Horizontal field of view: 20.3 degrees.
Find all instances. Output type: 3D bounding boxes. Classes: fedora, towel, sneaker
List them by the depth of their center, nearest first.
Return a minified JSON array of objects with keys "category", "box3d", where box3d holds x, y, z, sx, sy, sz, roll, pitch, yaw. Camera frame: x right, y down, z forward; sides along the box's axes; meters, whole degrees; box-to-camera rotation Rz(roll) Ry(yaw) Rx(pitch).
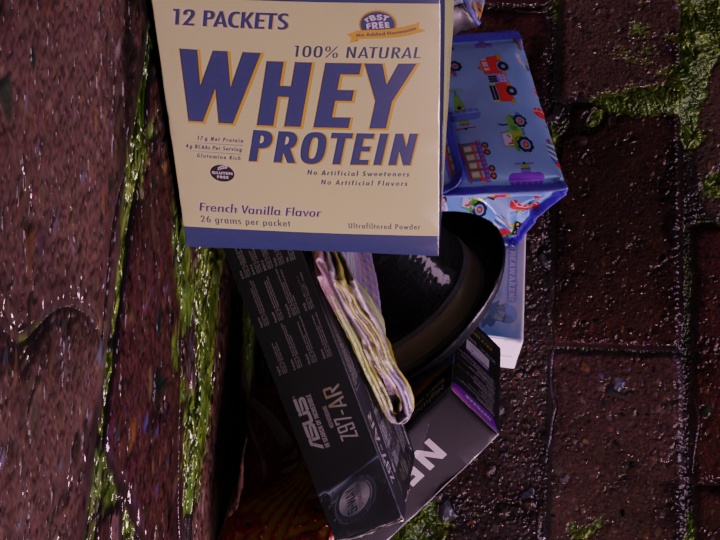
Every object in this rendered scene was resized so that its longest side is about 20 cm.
[{"category":"towel","box3d":[-0.008,-0.015,1.224,0.201,0.023,0.144,-103,170,-48]},{"category":"sneaker","box3d":[-0.045,0.154,1.250,0.201,0.072,0.078,-80,173,-56]},{"category":"fedora","box3d":[0.000,0.000,1.387,0.092,0.200,0.201,50,27,-29]}]

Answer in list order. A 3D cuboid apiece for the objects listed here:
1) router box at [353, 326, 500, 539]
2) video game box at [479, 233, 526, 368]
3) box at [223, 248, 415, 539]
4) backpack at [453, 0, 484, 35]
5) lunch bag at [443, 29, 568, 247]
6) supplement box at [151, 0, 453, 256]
[{"category":"router box","box3d":[0.013,0.132,1.388,0.200,0.051,0.149,-46,-169,17]},{"category":"video game box","box3d":[0.044,-0.023,1.638,0.047,0.181,0.201,97,-1,-53]},{"category":"box","box3d":[-0.023,0.046,1.214,0.160,0.043,0.201,-66,135,-80]},{"category":"backpack","box3d":[0.032,-0.268,1.488,0.191,0.153,0.200,57,11,-12]},{"category":"lunch bag","box3d":[0.041,-0.106,1.572,0.094,0.199,0.152,-50,-132,50]},{"category":"supplement box","box3d":[-0.020,-0.148,1.012,0.201,0.133,0.201,87,6,-50]}]
